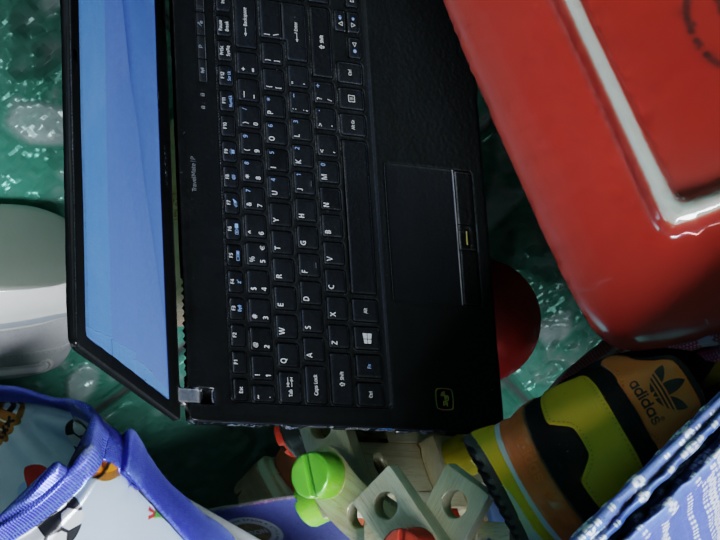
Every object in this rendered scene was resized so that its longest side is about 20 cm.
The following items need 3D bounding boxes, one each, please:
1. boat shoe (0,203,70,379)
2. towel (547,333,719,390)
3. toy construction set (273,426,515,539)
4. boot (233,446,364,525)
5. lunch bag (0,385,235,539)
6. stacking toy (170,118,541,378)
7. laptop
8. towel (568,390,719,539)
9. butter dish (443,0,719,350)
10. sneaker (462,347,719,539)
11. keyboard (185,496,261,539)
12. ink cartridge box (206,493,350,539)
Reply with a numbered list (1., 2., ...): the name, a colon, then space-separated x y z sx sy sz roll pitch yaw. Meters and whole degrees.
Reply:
1. boat shoe: -0.199 0.019 0.719 0.199 0.072 0.069 -9 133 -29
2. towel: 0.183 0.010 0.788 0.200 0.030 0.146 -23 -176 41
3. toy construction set: 0.034 0.101 0.762 0.092 0.132 0.200 -24 161 15
4. boot: 0.043 0.115 0.903 0.107 0.075 0.200 -46 134 6
5. lunch bag: -0.133 0.136 0.746 0.199 0.124 0.170 -18 130 25
6. stacking toy: 0.000 0.000 0.785 0.200 0.085 0.085 18 120 -43
7. laptop: -0.021 -0.043 0.645 0.199 0.178 0.103 5 163 -27
8. towel: 0.125 0.078 0.649 0.200 0.024 0.145 -43 153 -8
9. butter dish: 0.146 -0.067 0.736 0.199 0.201 0.148 -21 158 -2
10. sneaker: 0.109 0.068 0.708 0.090 0.070 0.200 -32 164 14
11. keyboard: -0.076 0.103 0.778 0.011 0.199 0.056 -57 171 -29
12. ink cartridge box: -0.059 0.178 0.876 0.196 0.043 0.200 -14 141 25
